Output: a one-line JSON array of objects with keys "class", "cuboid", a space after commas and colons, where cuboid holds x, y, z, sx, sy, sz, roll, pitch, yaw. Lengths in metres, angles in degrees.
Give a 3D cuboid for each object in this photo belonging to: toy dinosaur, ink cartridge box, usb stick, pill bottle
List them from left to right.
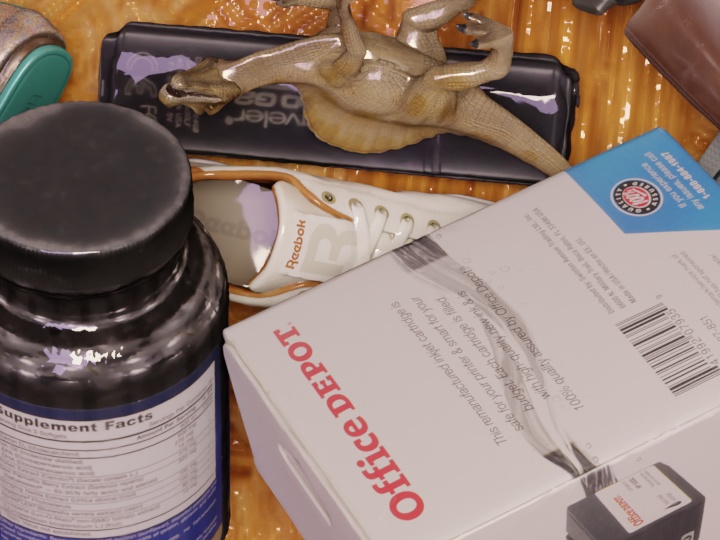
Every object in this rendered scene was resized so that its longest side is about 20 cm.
[{"class": "pill bottle", "cuboid": [-0.106, 0.036, 1.174, 0.111, 0.112, 0.200, 7, 134, 5]}, {"class": "usb stick", "cuboid": [-0.009, -0.069, 1.244, 0.199, 0.033, 0.056, 5, 104, 5]}, {"class": "toy dinosaur", "cuboid": [0.024, -0.077, 1.195, 0.199, 0.058, 0.101, 15, 136, -13]}, {"class": "ink cartridge box", "cuboid": [0.069, 0.051, 1.137, 0.200, 0.145, 0.084, -25, 136, -14]}]

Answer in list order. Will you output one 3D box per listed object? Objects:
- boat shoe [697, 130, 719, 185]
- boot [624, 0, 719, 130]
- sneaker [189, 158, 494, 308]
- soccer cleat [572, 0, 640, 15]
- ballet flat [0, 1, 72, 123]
[{"class": "boat shoe", "cuboid": [0.212, -0.085, 1.210, 0.067, 0.074, 0.200, 35, 100, -24]}, {"class": "boot", "cuboid": [0.218, -0.084, 1.130, 0.186, 0.064, 0.200, -38, 74, 13]}, {"class": "sneaker", "cuboid": [0.000, 0.000, 1.222, 0.199, 0.085, 0.073, 10, 93, 3]}, {"class": "soccer cleat", "cuboid": [0.055, -0.182, 1.220, 0.200, 0.070, 0.086, 36, 63, 12]}, {"class": "ballet flat", "cuboid": [-0.193, -0.027, 1.258, 0.067, 0.068, 0.200, 33, 91, 22]}]
